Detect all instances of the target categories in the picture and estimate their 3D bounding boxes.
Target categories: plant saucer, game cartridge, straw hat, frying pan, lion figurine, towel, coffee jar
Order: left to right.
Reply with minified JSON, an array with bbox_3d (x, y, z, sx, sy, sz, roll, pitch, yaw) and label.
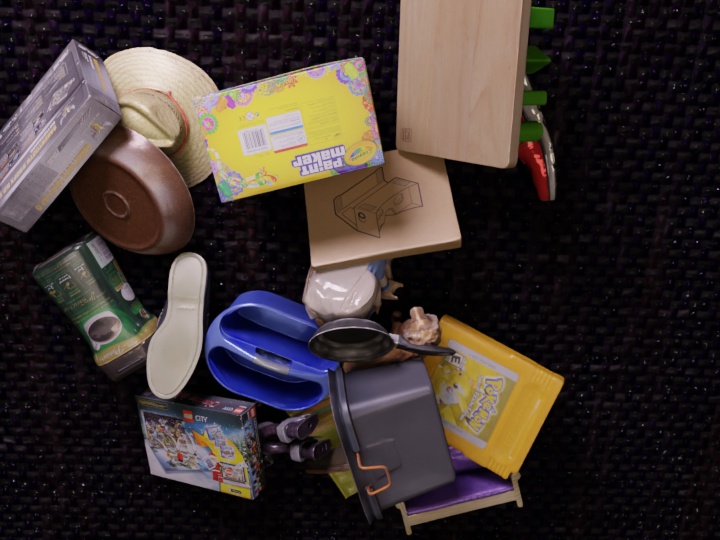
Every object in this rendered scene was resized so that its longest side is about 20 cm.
[{"bbox_3d":[-0.364,0.054,0.970,0.103,0.085,0.202,-28,106,6],"label":"coffee jar"},{"bbox_3d":[-0.314,-0.095,0.902,0.197,0.037,0.203,14,132,16],"label":"plant saucer"},{"bbox_3d":[-0.279,-0.192,0.897,0.197,0.085,0.205,0,107,-1],"label":"straw hat"},{"bbox_3d":[-0.040,0.268,1.081,0.085,0.018,0.202,-29,106,8],"label":"towel"},{"bbox_3d":[0.024,0.087,0.881,0.186,0.031,0.115,-9,150,11],"label":"frying pan"},{"bbox_3d":[0.032,0.122,0.983,0.199,0.123,0.073,-40,105,11],"label":"lion figurine"},{"bbox_3d":[0.175,0.190,1.015,0.198,0.032,0.179,27,107,18],"label":"game cartridge"}]

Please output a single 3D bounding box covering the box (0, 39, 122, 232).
[{"bbox_3d":[-0.393,-0.173,0.863,0.200,0.159,0.048,-45,138,12],"label":"box"}]

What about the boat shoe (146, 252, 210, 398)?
[{"bbox_3d":[-0.252,0.078,0.966,0.073,0.066,0.203,5,84,0],"label":"boat shoe"}]

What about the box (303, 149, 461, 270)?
[{"bbox_3d":[0.025,-0.088,0.913,0.196,0.166,0.021,-9,150,1],"label":"box"}]

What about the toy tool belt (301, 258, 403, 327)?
[{"bbox_3d":[0.000,0.000,0.950,0.123,0.124,0.202,21,65,18],"label":"toy tool belt"}]

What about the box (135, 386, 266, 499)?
[{"bbox_3d":[-0.239,0.253,1.017,0.197,0.038,0.139,4,109,26],"label":"box"}]

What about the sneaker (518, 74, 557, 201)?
[{"bbox_3d":[0.213,-0.186,0.929,0.084,0.077,0.203,-20,100,21],"label":"sneaker"}]

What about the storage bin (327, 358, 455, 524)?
[{"bbox_3d":[0.046,0.221,0.912,0.132,0.146,0.203,-17,113,1],"label":"storage bin"}]

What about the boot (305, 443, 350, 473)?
[{"bbox_3d":[-0.002,0.248,1.048,0.197,0.075,0.099,-18,83,13],"label":"boot"}]

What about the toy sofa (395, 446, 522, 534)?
[{"bbox_3d":[0.148,0.330,1.072,0.196,0.083,0.099,-14,108,3],"label":"toy sofa"}]

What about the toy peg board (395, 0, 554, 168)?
[{"bbox_3d":[0.147,-0.246,0.863,0.097,0.198,0.204,-11,111,-37],"label":"toy peg board"}]

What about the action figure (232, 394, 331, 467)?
[{"bbox_3d":[-0.149,0.255,1.033,0.197,0.069,0.132,-6,107,27],"label":"action figure"}]

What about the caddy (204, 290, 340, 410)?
[{"bbox_3d":[-0.125,0.118,0.986,0.197,0.105,0.143,21,105,-8],"label":"caddy"}]

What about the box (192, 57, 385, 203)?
[{"bbox_3d":[-0.080,-0.183,0.849,0.196,0.193,0.124,-13,107,3],"label":"box"}]
